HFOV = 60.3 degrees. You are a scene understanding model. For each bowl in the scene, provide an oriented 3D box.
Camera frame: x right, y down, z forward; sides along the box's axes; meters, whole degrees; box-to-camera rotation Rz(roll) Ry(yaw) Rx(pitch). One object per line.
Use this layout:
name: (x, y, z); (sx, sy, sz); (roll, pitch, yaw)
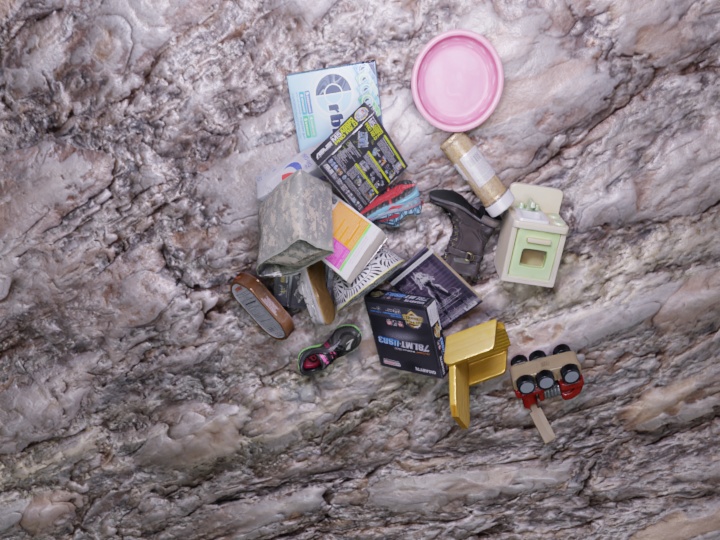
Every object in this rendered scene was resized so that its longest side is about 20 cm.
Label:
bowl: (0.000, 0.000, 1.454); (0.199, 0.200, 0.095); (-39, 84, 17)

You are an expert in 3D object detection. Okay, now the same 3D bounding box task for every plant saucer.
plant saucer: (0.204, -0.402, 1.319); (0.193, 0.051, 0.208); (1, 105, 2)

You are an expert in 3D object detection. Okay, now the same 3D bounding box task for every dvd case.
dvd case: (0.182, 0.046, 1.517); (0.199, 0.016, 0.148); (41, 126, -14)

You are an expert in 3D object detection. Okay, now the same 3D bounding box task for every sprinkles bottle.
sprinkles bottle: (0.260, -0.217, 1.378); (0.068, 0.068, 0.202); (-37, 97, 17)

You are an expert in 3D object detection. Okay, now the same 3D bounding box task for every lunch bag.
lunch bag: (-0.153, -0.090, 1.343); (0.116, 0.169, 0.197); (19, 148, -41)

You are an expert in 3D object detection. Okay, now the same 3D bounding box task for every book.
book: (-0.053, -0.081, 1.381); (0.199, 0.048, 0.135); (39, 90, 30)

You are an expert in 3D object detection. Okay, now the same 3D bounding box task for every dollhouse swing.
dollhouse swing: (0.292, 0.256, 1.487); (0.177, 0.180, 0.201); (-20, 148, 11)

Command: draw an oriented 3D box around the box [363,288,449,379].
box: (0.113, 0.153, 1.514); (0.196, 0.049, 0.204); (7, 119, 42)

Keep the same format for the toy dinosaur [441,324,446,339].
toy dinosaur: (0.195, 0.164, 1.553); (0.199, 0.088, 0.048); (40, 85, -14)

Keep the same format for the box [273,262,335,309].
box: (-0.129, -0.006, 1.515); (0.153, 0.049, 0.206); (8, 113, 0)

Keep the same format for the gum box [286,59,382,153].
gum box: (-0.052, -0.357, 1.365); (0.193, 0.045, 0.175); (-7, 113, 5)

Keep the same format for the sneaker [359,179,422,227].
sneaker: (0.054, -0.127, 1.436); (0.195, 0.081, 0.096); (-19, 130, 24)

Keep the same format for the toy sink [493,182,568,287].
toy sink: (0.394, -0.081, 1.420); (0.126, 0.113, 0.206); (8, 113, -1)

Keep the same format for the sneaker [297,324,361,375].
sneaker: (-0.076, 0.211, 1.584); (0.197, 0.084, 0.077); (-34, 108, 16)

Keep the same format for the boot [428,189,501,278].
boot: (0.223, -0.079, 1.458); (0.195, 0.070, 0.178); (24, 120, 0)

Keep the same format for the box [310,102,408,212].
box: (0.002, -0.235, 1.336); (0.160, 0.044, 0.200); (-43, 144, 3)

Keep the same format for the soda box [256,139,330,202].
soda box: (-0.139, -0.211, 1.391); (0.195, 0.065, 0.068); (-22, 149, 21)

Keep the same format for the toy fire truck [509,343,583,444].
toy fire truck: (0.486, 0.320, 1.589); (0.171, 0.130, 0.204); (-15, 123, 9)

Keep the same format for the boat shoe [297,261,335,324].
boat shoe: (-0.120, 0.033, 1.466); (0.068, 0.070, 0.207); (-8, 101, 34)

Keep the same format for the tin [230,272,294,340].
tin: (-0.243, 0.092, 1.536); (0.111, 0.042, 0.201); (-21, 114, 49)
